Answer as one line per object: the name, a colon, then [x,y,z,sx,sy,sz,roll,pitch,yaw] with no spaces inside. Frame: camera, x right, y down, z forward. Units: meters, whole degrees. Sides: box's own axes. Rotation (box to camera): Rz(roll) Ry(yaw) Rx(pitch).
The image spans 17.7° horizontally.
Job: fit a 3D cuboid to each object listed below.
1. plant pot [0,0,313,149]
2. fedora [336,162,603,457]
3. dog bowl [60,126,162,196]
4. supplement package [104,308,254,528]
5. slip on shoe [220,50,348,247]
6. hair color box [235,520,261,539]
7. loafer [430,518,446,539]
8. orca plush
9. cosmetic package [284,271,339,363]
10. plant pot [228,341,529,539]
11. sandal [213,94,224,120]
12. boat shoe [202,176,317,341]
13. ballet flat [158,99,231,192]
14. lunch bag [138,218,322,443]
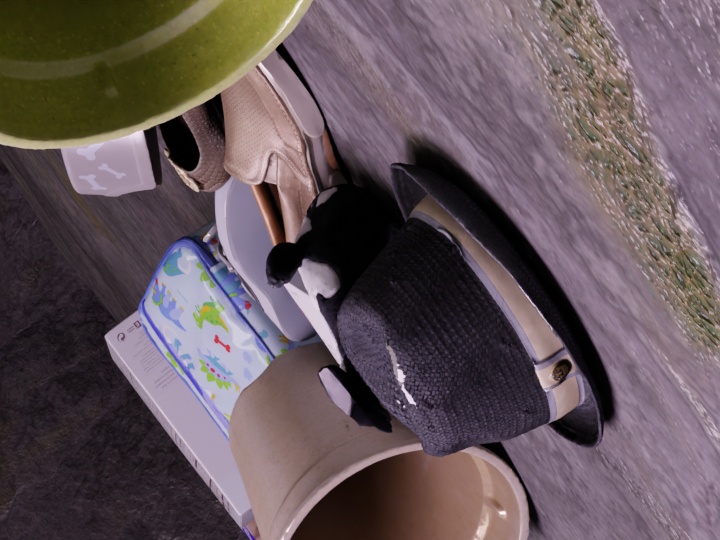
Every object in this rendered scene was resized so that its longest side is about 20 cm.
plant pot: [-0.144,-0.193,1.142,0.185,0.200,0.201,61,175,24]
fedora: [0.046,0.040,1.257,0.201,0.091,0.201,52,171,12]
dog bowl: [-0.176,-0.142,1.542,0.200,0.058,0.201,170,90,-88]
supplement package: [-0.110,0.104,2.081,0.200,0.151,0.151,52,171,7]
slip on shoe: [-0.058,-0.080,1.443,0.076,0.060,0.200,45,167,43]
hair color box: [-0.067,0.320,2.789,0.200,0.109,0.065,46,168,37]
loafer: [0.096,0.233,1.793,0.076,0.068,0.200,44,167,45]
orca plush: [0.000,0.000,1.352,0.105,0.071,0.200,23,-148,-4]
cosmetic package: [0.011,0.040,1.571,0.083,0.051,0.200,57,170,-17]
plant pot: [-0.005,0.154,1.678,0.201,0.200,0.184,61,176,-40]
sandal: [-0.107,-0.124,1.560,0.200,0.048,0.075,46,168,40]
boat shoe: [-0.072,-0.028,1.661,0.068,0.074,0.200,38,168,33]
ballet flat: [-0.119,-0.107,1.492,0.067,0.046,0.200,42,160,20]
lunch bag: [-0.094,0.065,1.931,0.200,0.082,0.161,53,146,8]
